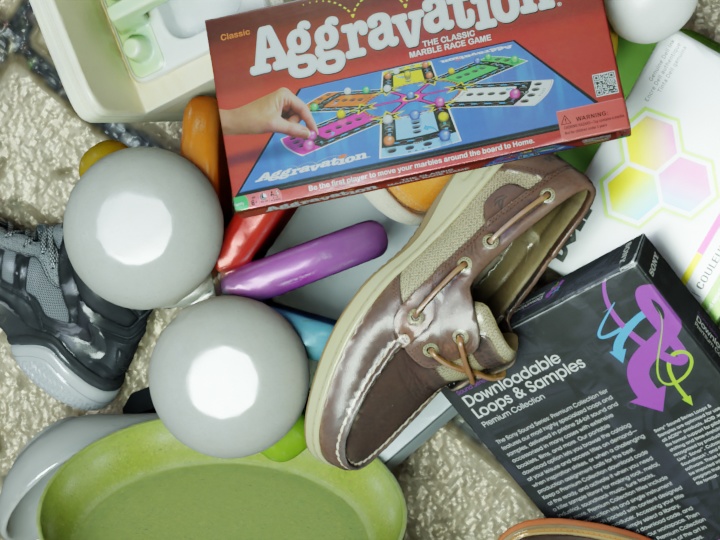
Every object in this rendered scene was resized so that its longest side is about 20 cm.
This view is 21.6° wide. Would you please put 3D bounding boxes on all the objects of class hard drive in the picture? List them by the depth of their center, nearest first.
[{"bbox_3d":[0.000,0.000,1.101,0.132,0.027,0.200,-42,72,16],"label":"hard drive"}]

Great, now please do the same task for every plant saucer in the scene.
[{"bbox_3d":[-0.075,0.140,1.024,0.199,0.200,0.031,12,118,18],"label":"plant saucer"}]

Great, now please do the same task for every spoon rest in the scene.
[{"bbox_3d":[-0.137,0.093,1.129,0.200,0.099,0.061,-46,70,-3],"label":"spoon rest"}]

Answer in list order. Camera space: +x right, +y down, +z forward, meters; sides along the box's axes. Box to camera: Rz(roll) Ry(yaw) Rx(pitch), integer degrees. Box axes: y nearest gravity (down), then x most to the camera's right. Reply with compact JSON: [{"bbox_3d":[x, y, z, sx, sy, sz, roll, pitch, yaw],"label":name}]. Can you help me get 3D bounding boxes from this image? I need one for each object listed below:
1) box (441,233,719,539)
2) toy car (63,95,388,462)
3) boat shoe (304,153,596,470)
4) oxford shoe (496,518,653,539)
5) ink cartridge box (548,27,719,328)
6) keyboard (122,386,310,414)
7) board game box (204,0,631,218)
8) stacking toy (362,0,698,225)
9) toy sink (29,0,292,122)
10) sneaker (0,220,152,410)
[{"bbox_3d":[0.150,0.089,1.014,0.143,0.036,0.200,-29,110,32],"label":"box"},{"bbox_3d":[-0.061,0.000,1.022,0.150,0.175,0.200,-30,90,0],"label":"toy car"},{"bbox_3d":[0.048,0.025,0.960,0.072,0.072,0.200,36,89,36],"label":"boat shoe"},{"bbox_3d":[0.158,0.200,1.012,0.200,0.073,0.071,29,119,-7],"label":"oxford shoe"},{"bbox_3d":[0.139,-0.069,1.036,0.200,0.076,0.148,31,104,13],"label":"ink cartridge box"},{"bbox_3d":[-0.052,0.097,1.139,0.199,0.040,0.104,-21,87,21],"label":"keyboard"},{"bbox_3d":[0.027,-0.097,0.944,0.199,0.019,0.103,-12,77,7],"label":"board game box"},{"bbox_3d":[0.084,-0.116,0.995,0.199,0.146,0.147,-17,89,25],"label":"stacking toy"},{"bbox_3d":[-0.088,-0.163,1.045,0.112,0.200,0.131,-24,86,20],"label":"toy sink"},{"bbox_3d":[-0.201,-0.016,1.167,0.200,0.075,0.114,43,106,6],"label":"sneaker"}]
